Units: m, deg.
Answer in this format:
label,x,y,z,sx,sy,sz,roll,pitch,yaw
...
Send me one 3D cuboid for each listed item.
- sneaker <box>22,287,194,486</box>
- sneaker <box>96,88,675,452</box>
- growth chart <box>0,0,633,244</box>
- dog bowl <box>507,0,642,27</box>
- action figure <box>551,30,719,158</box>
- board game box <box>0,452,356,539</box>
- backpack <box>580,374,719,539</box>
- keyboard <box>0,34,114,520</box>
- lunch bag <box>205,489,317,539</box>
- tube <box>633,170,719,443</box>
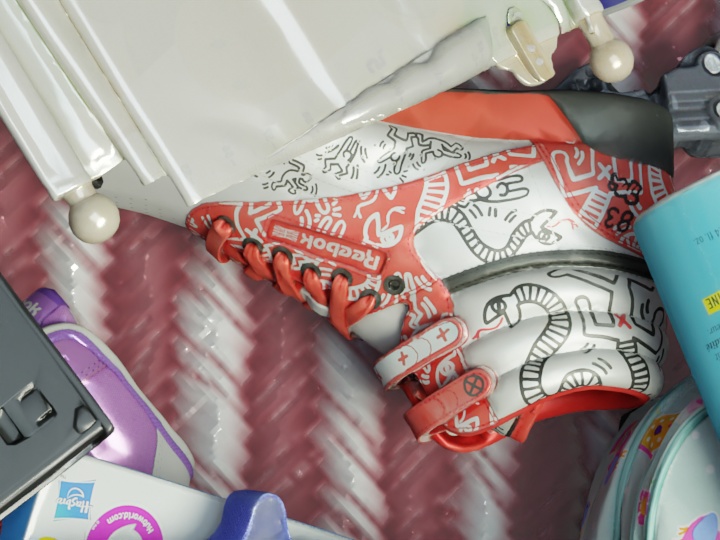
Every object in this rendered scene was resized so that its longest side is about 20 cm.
label,x,y,z,sx,sy,sz,roll,pitch,yaw
sneaker,-0.145,0.045,0.755,0.200,0.073,0.115,27,78,-21
sneaker,0.001,0.000,0.777,0.201,0.067,0.108,1,78,-3
growth chart,-0.030,-0.092,0.693,0.200,0.018,0.145,-21,83,-27
dog bowl,0.045,-0.178,0.780,0.199,0.079,0.201,0,90,10
action figure,0.155,-0.094,0.826,0.199,0.105,0.194,-11,78,-15
board game box,-0.050,0.168,0.734,0.200,0.056,0.196,21,81,-33
backpack,0.138,0.127,0.786,0.166,0.127,0.201,3,81,-10
keyboard,-0.136,-0.028,0.664,0.127,0.021,0.200,-37,90,-11
lunch bag,-0.027,0.160,0.671,0.150,0.094,0.201,2,83,-32
tube,0.142,0.066,0.715,0.077,0.050,0.200,-26,79,11
